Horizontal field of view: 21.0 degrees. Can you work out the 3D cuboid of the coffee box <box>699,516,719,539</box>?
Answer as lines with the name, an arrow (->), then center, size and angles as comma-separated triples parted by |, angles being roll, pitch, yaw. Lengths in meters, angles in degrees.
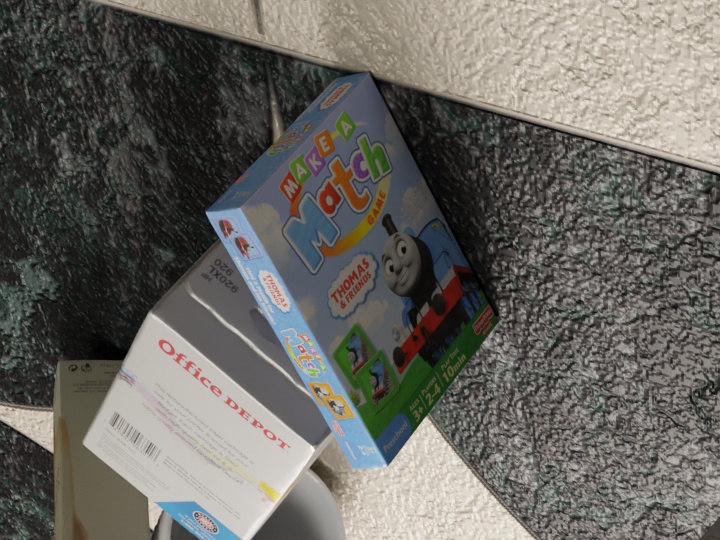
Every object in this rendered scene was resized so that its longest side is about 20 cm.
coffee box -> 0.303, 0.195, 1.154 | 0.199, 0.114, 0.080 | 15, 140, 49

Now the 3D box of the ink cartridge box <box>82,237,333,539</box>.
ink cartridge box -> -0.080, 0.079, 1.388 | 0.147, 0.145, 0.200 | 39, 143, 3

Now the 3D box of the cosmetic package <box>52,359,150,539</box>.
cosmetic package -> -0.209, 0.181, 1.559 | 0.070, 0.201, 0.106 | 1, 139, -11

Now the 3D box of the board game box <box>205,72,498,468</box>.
board game box -> 0.000, 0.000, 1.235 | 0.036, 0.151, 0.201 | -6, 122, 43

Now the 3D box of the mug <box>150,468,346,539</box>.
mug -> -0.101, 0.266, 1.554 | 0.146, 0.201, 0.176 | 4, 153, -15
